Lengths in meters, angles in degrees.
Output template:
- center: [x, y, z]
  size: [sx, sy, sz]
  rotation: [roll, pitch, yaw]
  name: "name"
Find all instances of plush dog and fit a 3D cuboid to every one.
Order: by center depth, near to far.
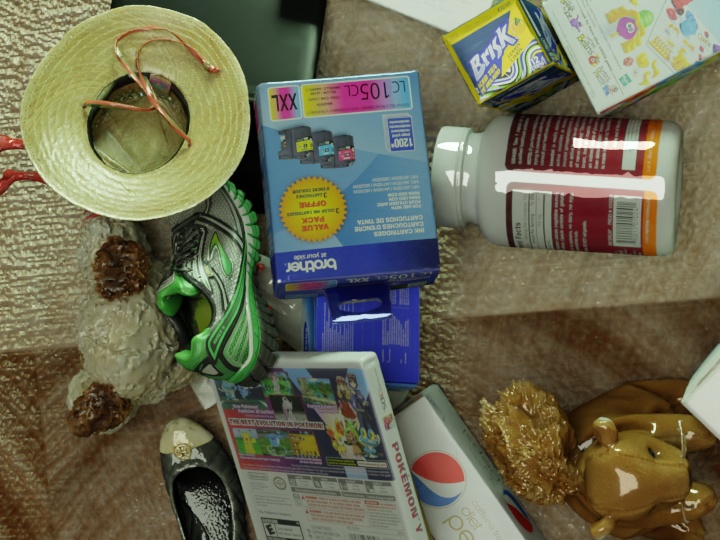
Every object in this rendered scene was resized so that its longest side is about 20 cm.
- center: [-0.189, 0.057, 1.574]
  size: [0.160, 0.172, 0.200]
  rotation: [7, 96, 14]
  name: "plush dog"

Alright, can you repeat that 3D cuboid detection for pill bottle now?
- center: [0.164, -0.073, 1.518]
  size: [0.200, 0.113, 0.113]
  rotation: [4, 95, 12]
  name: "pill bottle"

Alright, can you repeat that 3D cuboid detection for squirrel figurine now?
- center: [0.191, 0.161, 1.488]
  size: [0.200, 0.187, 0.142]
  rotation: [7, 95, 12]
  name: "squirrel figurine"

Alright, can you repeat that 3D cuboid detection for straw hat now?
- center: [-0.185, -0.115, 1.535]
  size: [0.201, 0.085, 0.201]
  rotation: [3, 66, -6]
  name: "straw hat"

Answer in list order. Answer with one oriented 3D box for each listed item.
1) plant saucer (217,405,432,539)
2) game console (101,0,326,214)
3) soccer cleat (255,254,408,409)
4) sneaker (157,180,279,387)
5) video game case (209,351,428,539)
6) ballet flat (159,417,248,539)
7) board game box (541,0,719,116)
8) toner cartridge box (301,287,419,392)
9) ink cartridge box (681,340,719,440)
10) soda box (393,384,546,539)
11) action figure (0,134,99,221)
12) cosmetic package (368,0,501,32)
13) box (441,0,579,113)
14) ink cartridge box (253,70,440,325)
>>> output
- center: [-0.018, 0.187, 1.564]
  size: [0.200, 0.048, 0.200]
  rotation: [-7, 104, 47]
  name: "plant saucer"
- center: [-0.127, -0.152, 1.629]
  size: [0.200, 0.116, 0.176]
  rotation: [2, 124, 14]
  name: "game console"
- center: [-0.038, 0.048, 1.600]
  size: [0.200, 0.078, 0.069]
  rotation: [39, 93, -12]
  name: "soccer cleat"
- center: [-0.128, -0.002, 1.510]
  size: [0.078, 0.085, 0.200]
  rotation: [-40, 53, 34]
  name: "sneaker"
- center: [-0.037, 0.154, 1.514]
  size: [0.200, 0.023, 0.182]
  rotation: [-2, 108, 47]
  name: "video game case"
- center: [-0.134, 0.227, 1.631]
  size: [0.066, 0.057, 0.200]
  rotation: [-15, 94, 12]
  name: "ballet flat"
- center: [0.264, -0.217, 1.490]
  size: [0.200, 0.103, 0.105]
  rotation: [-27, 87, 14]
  name: "board game box"
- center: [0.000, 0.000, 1.551]
  size: [0.095, 0.043, 0.200]
  rotation: [5, 78, -17]
  name: "toner cartridge box"
- center: [0.356, 0.090, 1.439]
  size: [0.147, 0.200, 0.145]
  rotation: [43, 101, 7]
  name: "ink cartridge box"
- center: [0.090, 0.200, 1.574]
  size: [0.068, 0.064, 0.200]
  rotation: [-36, 87, 14]
  name: "soda box"
- center: [-0.224, -0.083, 1.601]
  size: [0.200, 0.052, 0.065]
  rotation: [3, 121, 9]
  name: "action figure"
- center: [0.042, -0.298, 1.563]
  size: [0.200, 0.052, 0.151]
  rotation: [24, 100, 11]
  name: "cosmetic package"
- center: [0.126, -0.172, 1.475]
  size: [0.070, 0.200, 0.064]
  rotation: [-29, 87, 14]
  name: "box"
- center: [-0.010, -0.053, 1.491]
  size: [0.136, 0.076, 0.200]
  rotation: [-6, 81, -4]
  name: "ink cartridge box"
